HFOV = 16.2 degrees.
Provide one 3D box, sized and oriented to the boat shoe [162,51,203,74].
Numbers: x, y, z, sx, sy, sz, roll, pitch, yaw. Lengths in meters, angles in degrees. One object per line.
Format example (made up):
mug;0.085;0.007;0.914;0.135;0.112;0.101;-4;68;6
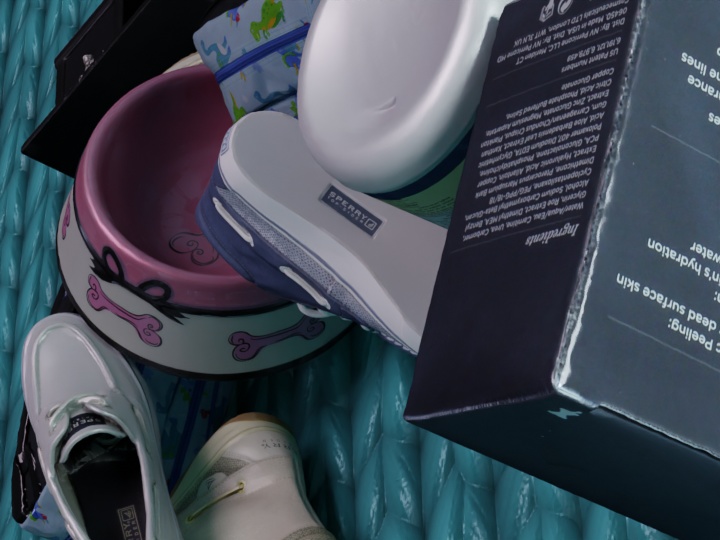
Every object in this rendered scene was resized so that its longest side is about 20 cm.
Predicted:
boat shoe;-0.091;-0.110;1.706;0.200;0.072;0.065;-36;34;33

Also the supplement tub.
supplement tub;0.085;-0.080;1.225;0.145;0.199;0.146;-30;50;43

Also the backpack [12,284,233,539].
backpack;-0.147;0.080;1.570;0.163;0.153;0.200;-41;17;53

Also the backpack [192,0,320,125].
backpack;-0.003;-0.134;1.393;0.199;0.154;0.163;-4;24;43

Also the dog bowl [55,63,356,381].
dog bowl;-0.081;-0.037;1.486;0.074;0.199;0.201;95;177;-53

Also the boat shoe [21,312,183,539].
boat shoe;-0.151;0.101;1.431;0.072;0.066;0.201;-18;60;1

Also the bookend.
bookend;-0.157;-0.196;1.864;0.199;0.092;0.201;-44;33;35

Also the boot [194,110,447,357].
boot;0.000;0.000;1.375;0.073;0.200;0.090;-45;-6;-31

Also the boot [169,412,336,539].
boot;-0.083;0.199;1.446;0.200;0.072;0.155;-56;31;15

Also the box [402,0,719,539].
box;0.145;-0.001;1.075;0.117;0.196;0.201;-16;54;56
